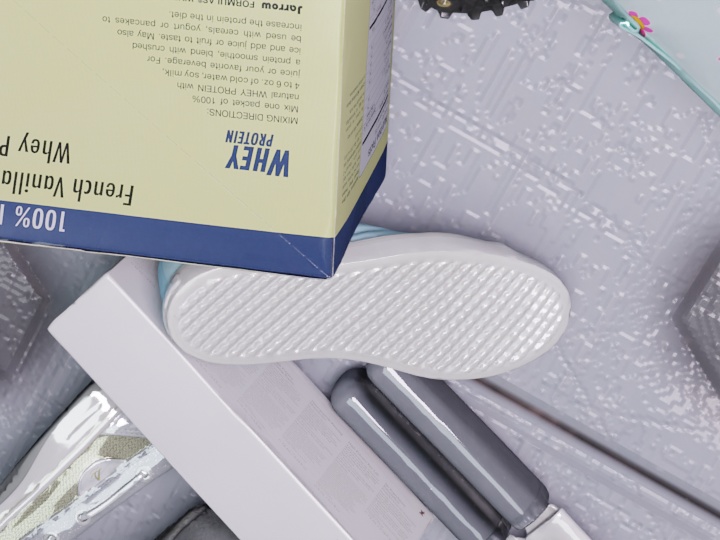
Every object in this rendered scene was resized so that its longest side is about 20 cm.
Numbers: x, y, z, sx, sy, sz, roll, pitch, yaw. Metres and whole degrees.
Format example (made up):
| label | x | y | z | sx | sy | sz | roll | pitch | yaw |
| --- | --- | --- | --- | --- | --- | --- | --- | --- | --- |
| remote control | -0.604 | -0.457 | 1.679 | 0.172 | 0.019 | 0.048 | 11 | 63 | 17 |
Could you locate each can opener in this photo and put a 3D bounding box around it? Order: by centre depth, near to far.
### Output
| label | x | y | z | sx | sy | sz | roll | pitch | yaw |
| --- | --- | --- | --- | --- | --- | --- | --- | --- | --- |
| can opener | 0.065 | 0.120 | 1.430 | 0.053 | 0.066 | 0.200 | -39 | 95 | 24 |

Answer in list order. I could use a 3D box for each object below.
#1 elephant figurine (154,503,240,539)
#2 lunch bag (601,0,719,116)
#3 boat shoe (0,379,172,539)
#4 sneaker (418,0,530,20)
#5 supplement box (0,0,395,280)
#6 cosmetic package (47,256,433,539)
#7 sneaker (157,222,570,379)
| label | x | y | z | sx | sy | sz | roll | pitch | yaw |
| --- | --- | --- | --- | --- | --- | --- | --- | --- | --- |
| elephant figurine | -0.057 | 0.229 | 1.461 | 0.200 | 0.142 | 0.155 | 48 | 127 | -2 |
| lunch bag | 0.214 | -0.139 | 1.243 | 0.200 | 0.122 | 0.170 | -41 | 118 | 19 |
| boat shoe | -0.158 | 0.132 | 1.474 | 0.065 | 0.074 | 0.202 | 40 | 107 | -1 |
| sneaker | 0.087 | -0.190 | 1.307 | 0.072 | 0.073 | 0.200 | 19 | 130 | -28 |
| supplement box | -0.089 | -0.121 | 1.323 | 0.198 | 0.134 | 0.201 | 6 | 112 | 10 |
| cosmetic package | -0.056 | 0.075 | 1.414 | 0.051 | 0.083 | 0.200 | -41 | 93 | 27 |
| sneaker | 0.000 | 0.000 | 1.393 | 0.199 | 0.082 | 0.074 | 5 | 120 | -16 |
